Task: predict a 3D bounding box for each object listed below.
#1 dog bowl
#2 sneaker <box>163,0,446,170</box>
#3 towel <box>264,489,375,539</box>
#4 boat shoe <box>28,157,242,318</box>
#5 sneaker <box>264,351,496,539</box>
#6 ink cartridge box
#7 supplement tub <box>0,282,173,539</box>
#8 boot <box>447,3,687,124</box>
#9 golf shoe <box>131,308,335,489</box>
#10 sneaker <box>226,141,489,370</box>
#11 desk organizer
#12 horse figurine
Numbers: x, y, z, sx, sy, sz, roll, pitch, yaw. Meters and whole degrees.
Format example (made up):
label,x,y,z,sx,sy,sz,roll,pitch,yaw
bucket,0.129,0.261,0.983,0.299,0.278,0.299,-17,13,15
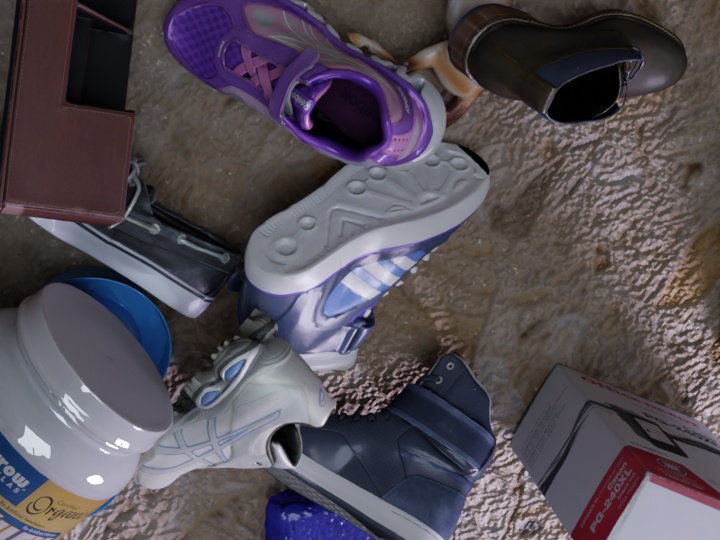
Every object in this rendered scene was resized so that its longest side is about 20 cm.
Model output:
label,x,y,z,sx,sy,sz,roll,pitch,yaw
dog bowl,-0.208,0.087,1.062,0.111,0.050,0.200,17,108,-16
sneaker,-0.043,-0.125,0.956,0.200,0.088,0.081,28,112,7
towel,-0.011,0.260,1.173,0.148,0.050,0.200,-2,113,-16
boat shoe,-0.166,-0.043,1.001,0.199,0.074,0.068,36,100,-23
sneaker,0.004,0.109,1.097,0.202,0.077,0.146,30,75,10
ink cartridge box,0.214,0.161,1.084,0.145,0.200,0.083,23,103,-18
supplement tub,-0.237,0.116,0.960,0.200,0.145,0.145,-39,113,12
boot,0.162,-0.126,0.983,0.200,0.097,0.075,-3,124,-32
golf shoe,-0.092,0.117,1.021,0.097,0.078,0.200,41,136,-3
sneaker,0.000,0.000,1.059,0.200,0.081,0.146,-28,147,-23
desk organizer,-0.180,-0.130,0.923,0.077,0.072,0.200,7,86,-16
horse figurine,0.059,-0.174,0.998,0.132,0.050,0.200,11,109,-8
